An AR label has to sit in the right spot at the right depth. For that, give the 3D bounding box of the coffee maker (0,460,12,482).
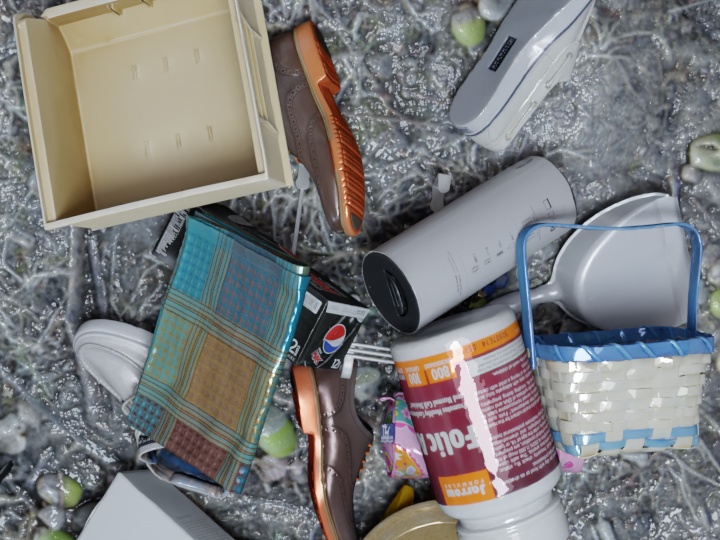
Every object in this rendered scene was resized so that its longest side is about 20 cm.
[{"bbox_3d":[-0.453,0.184,1.078,0.200,0.135,0.192,43,96,-9],"label":"coffee maker"}]

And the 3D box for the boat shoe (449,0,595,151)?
[{"bbox_3d":[0.165,-0.197,1.087,0.070,0.071,0.201,33,93,-36],"label":"boat shoe"}]

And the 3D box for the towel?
[{"bbox_3d":[-0.123,0.066,1.006,0.146,0.022,0.203,24,100,35],"label":"towel"}]

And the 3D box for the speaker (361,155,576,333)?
[{"bbox_3d":[0.098,-0.025,1.057,0.199,0.081,0.082,-32,102,-27],"label":"speaker"}]

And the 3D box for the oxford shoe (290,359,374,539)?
[{"bbox_3d":[-0.017,0.183,1.138,0.071,0.071,0.203,-11,102,-9],"label":"oxford shoe"}]

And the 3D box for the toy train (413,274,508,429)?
[{"bbox_3d":[0.098,0.059,1.102,0.045,0.034,0.202,21,74,-5],"label":"toy train"}]

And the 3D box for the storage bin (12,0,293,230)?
[{"bbox_3d":[-0.175,-0.150,1.016,0.197,0.094,0.202,-12,85,12],"label":"storage bin"}]

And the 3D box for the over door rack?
[{"bbox_3d":[0.000,0.000,1.113,0.146,0.067,0.203,9,86,-5],"label":"over door rack"}]

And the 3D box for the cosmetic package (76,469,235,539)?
[{"bbox_3d":[-0.165,0.285,1.104,0.199,0.074,0.102,38,98,21],"label":"cosmetic package"}]

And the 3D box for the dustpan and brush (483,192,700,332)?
[{"bbox_3d":[0.212,0.014,1.134,0.198,0.057,0.141,-21,113,-6],"label":"dustpan and brush"}]

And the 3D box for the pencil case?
[{"bbox_3d":[0.115,0.154,1.132,0.197,0.087,0.089,-1,100,-2],"label":"pencil case"}]

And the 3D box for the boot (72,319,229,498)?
[{"bbox_3d":[-0.188,0.129,1.094,0.198,0.096,0.074,31,129,-9],"label":"boot"}]

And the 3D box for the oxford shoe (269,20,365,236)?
[{"bbox_3d":[-0.046,-0.119,1.064,0.072,0.071,0.203,-18,72,12],"label":"oxford shoe"}]

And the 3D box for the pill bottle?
[{"bbox_3d":[0.105,0.141,1.017,0.113,0.114,0.203,-18,93,0],"label":"pill bottle"}]

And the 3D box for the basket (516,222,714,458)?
[{"bbox_3d":[0.219,0.058,1.049,0.174,0.139,0.203,0,95,-13],"label":"basket"}]

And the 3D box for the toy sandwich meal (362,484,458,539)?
[{"bbox_3d":[0.079,0.290,1.166,0.202,0.070,0.208,-2,111,-4],"label":"toy sandwich meal"}]

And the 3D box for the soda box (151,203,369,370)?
[{"bbox_3d":[-0.090,0.009,1.045,0.199,0.070,0.064,35,102,32],"label":"soda box"}]
